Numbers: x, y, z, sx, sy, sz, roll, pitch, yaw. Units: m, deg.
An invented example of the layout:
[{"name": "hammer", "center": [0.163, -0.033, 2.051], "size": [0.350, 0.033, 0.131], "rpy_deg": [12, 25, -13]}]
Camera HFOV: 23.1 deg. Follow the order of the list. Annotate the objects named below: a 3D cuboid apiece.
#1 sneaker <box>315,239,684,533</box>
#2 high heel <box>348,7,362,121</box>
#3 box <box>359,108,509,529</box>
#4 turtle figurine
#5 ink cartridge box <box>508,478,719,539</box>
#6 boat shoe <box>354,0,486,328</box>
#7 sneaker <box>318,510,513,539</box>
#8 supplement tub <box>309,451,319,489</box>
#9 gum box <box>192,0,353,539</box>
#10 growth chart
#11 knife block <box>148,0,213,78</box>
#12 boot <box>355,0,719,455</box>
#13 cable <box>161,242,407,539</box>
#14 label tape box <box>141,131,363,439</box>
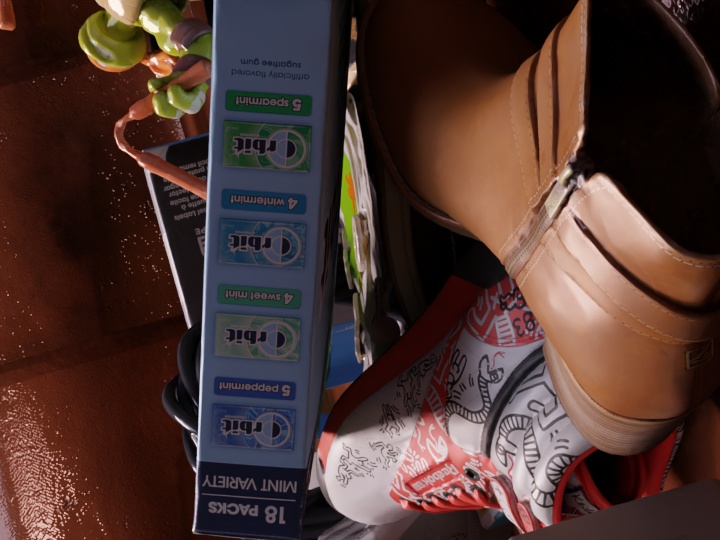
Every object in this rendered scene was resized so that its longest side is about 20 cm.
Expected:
[{"name": "sneaker", "center": [0.049, 0.075, 0.682], "size": [0.201, 0.067, 0.108], "rpy_deg": [-56, 47, 43]}, {"name": "high heel", "center": [-0.012, -0.154, 0.931], "size": [0.143, 0.071, 0.200], "rpy_deg": [122, 138, -61]}, {"name": "box", "center": [0.052, 0.011, 0.799], "size": [0.082, 0.049, 0.200], "rpy_deg": [103, 151, -73]}, {"name": "turtle figurine", "center": [-0.088, -0.136, 0.753], "size": [0.200, 0.064, 0.161], "rpy_deg": [51, 138, 30]}, {"name": "ink cartridge box", "center": [0.119, 0.185, 0.547], "size": [0.200, 0.083, 0.146], "rpy_deg": [-116, 13, -53]}, {"name": "boat shoe", "center": [0.037, -0.063, 0.694], "size": [0.072, 0.066, 0.201], "rpy_deg": [-76, -21, -66]}, {"name": "sneaker", "center": [0.030, 0.137, 0.817], "size": [0.082, 0.200, 0.075], "rpy_deg": [50, 141, -5]}, {"name": "supplement tub", "center": [0.031, 0.207, 1.034], "size": [0.132, 0.132, 0.200], "rpy_deg": [89, 162, -62]}, {"name": "gum box", "center": [-0.031, -0.024, 0.685], "size": [0.170, 0.044, 0.200], "rpy_deg": [-83, -3, -71]}, {"name": "growth chart", "center": [0.000, 0.000, 0.826], "size": [0.145, 0.018, 0.200], "rpy_deg": [90, 172, -48]}, {"name": "knife block", "center": [-0.076, -0.188, 0.936], "size": [0.175, 0.200, 0.064], "rpy_deg": [27, 142, 20]}, {"name": "boot", "center": [0.061, -0.048, 0.554], "size": [0.200, 0.074, 0.155], "rpy_deg": [58, 168, 21]}, {"name": "cable", "center": [-0.014, 0.070, 0.906], "size": [0.163, 0.200, 0.051], "rpy_deg": [45, 133, -10]}, {"name": "label tape box", "center": [-0.040, 0.005, 1.084], "size": [0.066, 0.143, 0.200], "rpy_deg": [140, 115, -82]}]
